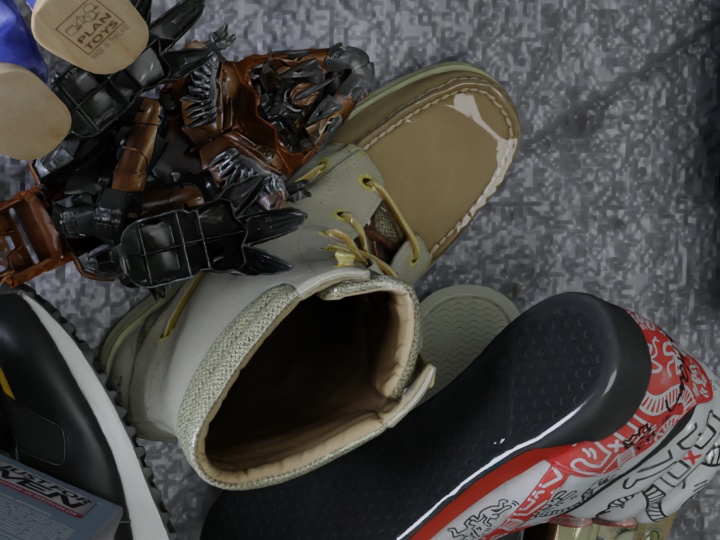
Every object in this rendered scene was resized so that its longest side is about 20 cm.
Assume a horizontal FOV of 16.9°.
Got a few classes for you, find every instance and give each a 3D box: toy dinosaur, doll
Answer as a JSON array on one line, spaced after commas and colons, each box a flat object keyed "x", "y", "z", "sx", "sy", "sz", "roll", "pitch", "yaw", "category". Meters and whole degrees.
[{"x": -0.079, "y": -0.027, "z": 0.866, "sx": 0.102, "sy": 0.136, "sz": 0.200, "roll": 43, "pitch": 75, "yaw": -8, "category": "toy dinosaur"}, {"x": -0.131, "y": -0.131, "z": 0.823, "sx": 0.136, "sy": 0.200, "sz": 0.048, "roll": -46, "pitch": 139, "yaw": 15, "category": "doll"}]

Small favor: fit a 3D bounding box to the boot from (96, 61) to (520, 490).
[{"x": 0.000, "y": 0.000, "z": 0.885, "sx": 0.200, "sy": 0.155, "sz": 0.072, "roll": -40, "pitch": 105, "yaw": -10, "category": "boot"}]

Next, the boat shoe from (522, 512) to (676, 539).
[{"x": 0.084, "y": 0.167, "z": 0.975, "sx": 0.062, "sy": 0.073, "sz": 0.201, "roll": 12, "pitch": 92, "yaw": -16, "category": "boat shoe"}]

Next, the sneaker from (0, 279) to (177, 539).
[{"x": -0.119, "y": 0.105, "z": 0.904, "sx": 0.090, "sy": 0.070, "sz": 0.201, "roll": -25, "pitch": 105, "yaw": -16, "category": "sneaker"}]

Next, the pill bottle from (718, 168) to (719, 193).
[{"x": 0.203, "y": -0.070, "z": 0.967, "sx": 0.111, "sy": 0.112, "sz": 0.201, "roll": 6, "pitch": 95, "yaw": -18, "category": "pill bottle"}]

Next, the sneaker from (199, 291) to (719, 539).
[{"x": 0.043, "y": 0.083, "z": 0.898, "sx": 0.201, "sy": 0.067, "sz": 0.108, "roll": -33, "pitch": 145, "yaw": 26, "category": "sneaker"}]

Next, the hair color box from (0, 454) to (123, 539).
[{"x": -0.144, "y": 0.136, "z": 0.786, "sx": 0.060, "sy": 0.200, "sz": 0.099, "roll": 22, "pitch": 103, "yaw": 6, "category": "hair color box"}]

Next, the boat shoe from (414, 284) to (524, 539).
[{"x": 0.029, "y": 0.106, "z": 0.961, "sx": 0.072, "sy": 0.068, "sz": 0.201, "roll": 6, "pitch": 81, "yaw": 4, "category": "boat shoe"}]
